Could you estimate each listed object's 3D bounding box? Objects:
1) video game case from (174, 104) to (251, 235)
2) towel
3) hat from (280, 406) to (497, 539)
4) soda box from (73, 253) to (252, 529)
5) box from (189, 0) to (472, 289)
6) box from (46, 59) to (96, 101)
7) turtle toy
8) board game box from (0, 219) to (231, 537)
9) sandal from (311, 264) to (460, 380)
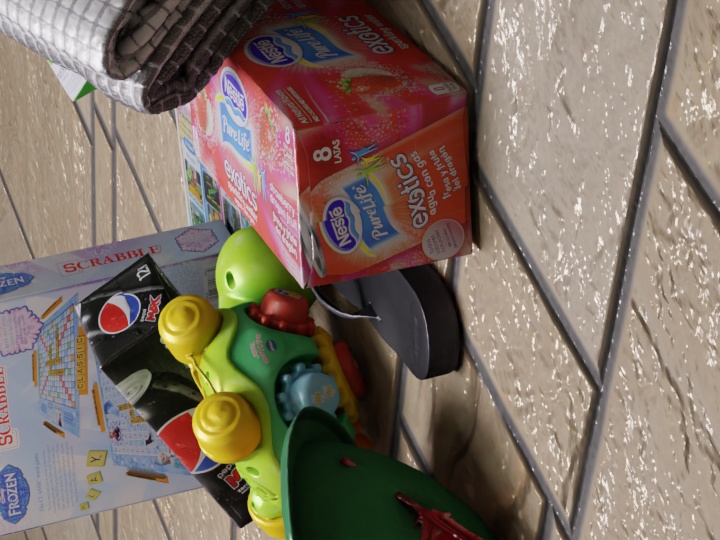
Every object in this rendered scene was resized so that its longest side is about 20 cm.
[{"bbox_3d":[-0.085,-0.019,1.744,0.200,0.024,0.184,-137,38,-63],"label":"video game case"},{"bbox_3d":[-0.105,-0.191,1.368,0.165,0.200,0.086,31,170,48],"label":"towel"},{"bbox_3d":[0.068,0.145,1.363,0.166,0.175,0.201,44,-147,-55],"label":"hat"},{"bbox_3d":[-0.110,0.084,1.682,0.200,0.063,0.071,54,-176,-43],"label":"soda box"},{"bbox_3d":[-0.020,-0.079,1.364,0.200,0.099,0.096,-130,32,-58],"label":"box"},{"bbox_3d":[-0.193,-0.232,1.737,0.177,0.096,0.200,59,162,1],"label":"box"},{"bbox_3d":[-0.054,0.060,1.562,0.146,0.100,0.201,61,-174,-56],"label":"turtle toy"},{"bbox_3d":[-0.179,0.076,1.731,0.041,0.198,0.201,-123,26,-51],"label":"board game box"},{"bbox_3d":[0.000,0.000,1.446,0.200,0.043,0.077,-136,38,-62],"label":"sandal"}]
